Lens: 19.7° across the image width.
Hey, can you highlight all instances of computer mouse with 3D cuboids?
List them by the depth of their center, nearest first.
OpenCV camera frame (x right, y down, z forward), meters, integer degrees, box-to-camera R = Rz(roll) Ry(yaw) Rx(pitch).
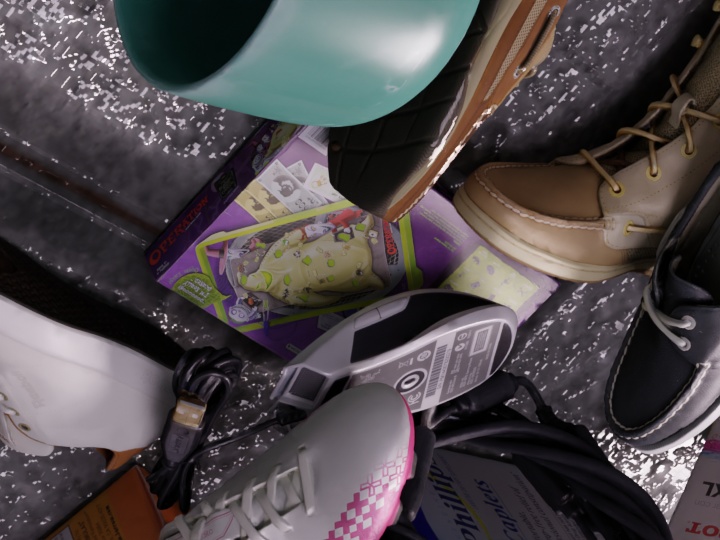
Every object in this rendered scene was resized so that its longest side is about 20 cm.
[{"bbox_3d":[-0.014,0.052,1.036,0.199,0.044,0.110,-18,145,-23],"label":"computer mouse"}]

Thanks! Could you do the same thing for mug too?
[{"bbox_3d":[-0.010,-0.150,0.853,0.114,0.152,0.186,11,119,-36],"label":"mug"}]

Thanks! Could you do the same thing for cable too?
[{"bbox_3d":[0.076,0.135,1.046,0.162,0.201,0.051,-5,139,-31],"label":"cable"}]

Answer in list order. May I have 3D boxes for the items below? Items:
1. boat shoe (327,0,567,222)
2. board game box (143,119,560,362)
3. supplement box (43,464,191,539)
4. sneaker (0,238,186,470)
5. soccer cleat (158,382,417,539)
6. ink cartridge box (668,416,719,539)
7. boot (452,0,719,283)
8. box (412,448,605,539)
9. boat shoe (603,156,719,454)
[{"bbox_3d":[0.058,-0.112,0.961,0.074,0.076,0.201,17,107,-46],"label":"boat shoe"},{"bbox_3d":[0.000,0.000,1.057,0.120,0.032,0.200,-48,131,9],"label":"board game box"},{"bbox_3d":[-0.168,0.196,1.099,0.200,0.069,0.067,-40,132,4],"label":"supplement box"},{"bbox_3d":[-0.162,0.044,0.978,0.085,0.073,0.200,-47,132,9],"label":"sneaker"},{"bbox_3d":[-0.051,0.131,1.003,0.086,0.070,0.200,13,125,-41],"label":"soccer cleat"},{"bbox_3d":[0.260,0.148,1.169,0.201,0.128,0.126,-59,143,-34],"label":"ink cartridge box"},{"bbox_3d":[0.153,-0.070,1.045,0.199,0.073,0.156,6,126,-35],"label":"boot"},{"bbox_3d":[0.042,0.203,1.182,0.199,0.105,0.185,16,117,-35],"label":"box"},{"bbox_3d":[0.172,0.004,1.026,0.060,0.076,0.201,10,115,-46],"label":"boat shoe"}]
